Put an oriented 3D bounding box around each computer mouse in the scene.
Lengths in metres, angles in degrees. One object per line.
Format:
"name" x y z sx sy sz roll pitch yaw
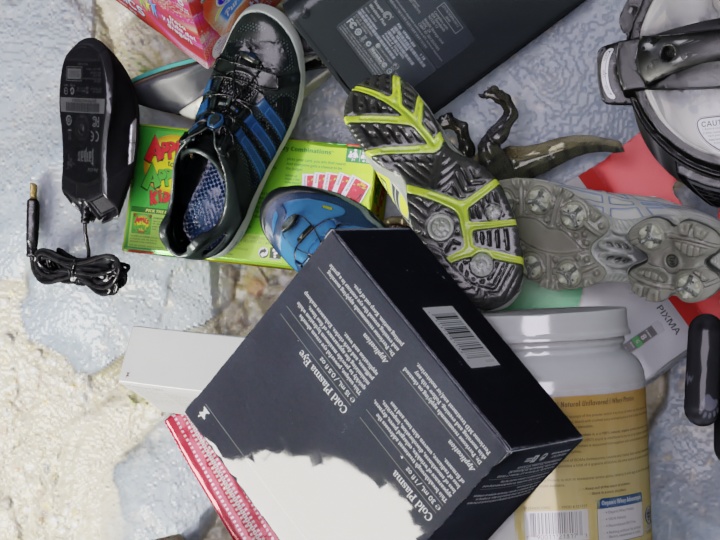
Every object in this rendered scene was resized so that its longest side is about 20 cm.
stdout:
"computer mouse" -0.219 -0.081 1.657 0.140 0.046 0.201 -1 92 50

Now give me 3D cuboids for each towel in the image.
"towel" -0.039 0.124 1.632 0.199 0.022 0.145 -34 82 11

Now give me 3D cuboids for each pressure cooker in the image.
"pressure cooker" 0.271 -0.143 1.476 0.179 0.200 0.176 42 92 11

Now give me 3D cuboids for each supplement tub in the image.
"supplement tub" 0.134 0.129 1.483 0.144 0.145 0.201 -2 91 14

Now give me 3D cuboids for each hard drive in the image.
"hard drive" 0.061 -0.206 1.579 0.200 0.033 0.140 -36 116 7

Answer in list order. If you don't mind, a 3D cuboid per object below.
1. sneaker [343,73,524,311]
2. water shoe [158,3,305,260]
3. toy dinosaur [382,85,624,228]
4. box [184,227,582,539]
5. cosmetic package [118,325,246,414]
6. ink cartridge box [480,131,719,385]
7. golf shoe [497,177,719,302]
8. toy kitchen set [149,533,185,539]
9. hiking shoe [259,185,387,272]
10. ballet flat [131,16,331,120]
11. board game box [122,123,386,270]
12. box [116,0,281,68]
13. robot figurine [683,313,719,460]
"sneaker" 0.063 -0.056 1.535 0.075 0.076 0.201 -31 70 4
"water shoe" -0.096 -0.101 1.566 0.071 0.079 0.201 18 101 15
"toy dinosaur" 0.097 -0.088 1.593 0.199 0.047 0.089 -26 84 19
"box" 0.013 0.104 1.414 0.182 0.104 0.200 -49 66 24
"cosmetic package" -0.075 0.083 1.579 0.199 0.083 0.051 5 73 22
"ink cartridge box" 0.193 0.002 1.569 0.200 0.050 0.161 -38 79 11
"golf shoe" 0.184 -0.025 1.533 0.199 0.097 0.079 17 110 25
"toy kitchen set" -0.152 0.335 1.576 0.180 0.163 0.200 -46 78 7
"hiking shoe" 0.000 0.000 1.544 0.200 0.087 0.075 39 96 16
"ballet flat" -0.088 -0.151 1.636 0.199 0.073 0.073 -21 82 10
"board game box" -0.082 -0.054 1.638 0.199 0.048 0.102 6 88 14
"box" -0.160 -0.263 1.613 0.200 0.096 0.100 38 72 24
"robot figurine" 0.315 0.079 1.498 0.124 0.150 0.201 1 88 30
